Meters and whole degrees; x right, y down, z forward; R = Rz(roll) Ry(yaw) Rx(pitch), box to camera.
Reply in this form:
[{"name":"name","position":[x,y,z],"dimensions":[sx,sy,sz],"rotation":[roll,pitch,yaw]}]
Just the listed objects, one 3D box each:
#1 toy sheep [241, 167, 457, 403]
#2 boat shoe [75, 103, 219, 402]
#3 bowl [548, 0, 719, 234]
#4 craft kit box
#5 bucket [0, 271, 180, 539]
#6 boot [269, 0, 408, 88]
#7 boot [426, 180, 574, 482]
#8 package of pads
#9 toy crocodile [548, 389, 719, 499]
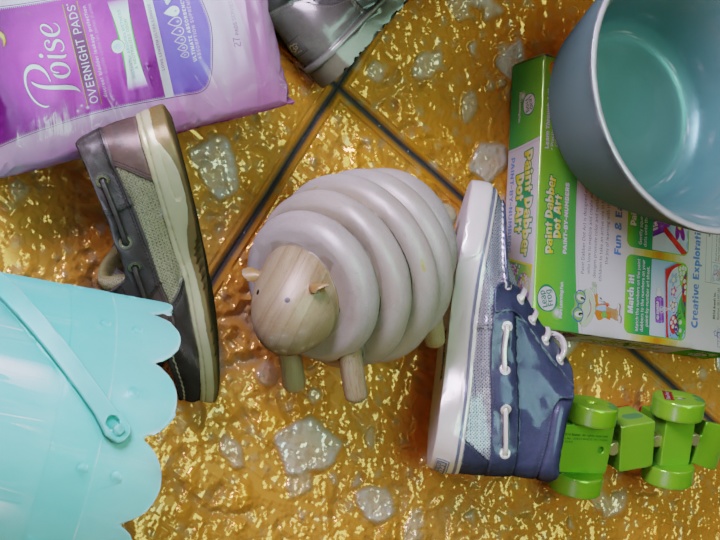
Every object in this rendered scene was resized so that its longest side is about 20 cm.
[{"name":"toy sheep","position":[0.000,0.000,1.029],"dimensions":[0.200,0.137,0.139],"rotation":[-34,103,-50]},{"name":"boat shoe","position":[-0.125,-0.004,0.965],"dimensions":[0.066,0.072,0.202],"rotation":[-10,125,-4]},{"name":"bowl","position":[0.210,-0.119,1.128],"dimensions":[0.200,0.105,0.202],"rotation":[3,83,-30]},{"name":"craft kit box","position":[0.198,-0.043,1.197],"dimensions":[0.197,0.048,0.201],"rotation":[10,80,-32]},{"name":"bucket","position":[-0.192,0.093,0.864],"dimensions":[0.134,0.207,0.208],"rotation":[17,76,-20]},{"name":"boot","position":[-0.045,-0.245,1.068],"dimensions":[0.200,0.072,0.182],"rotation":[44,63,-12]},{"name":"boot","position":[0.101,0.042,1.096],"dimensions":[0.090,0.073,0.201],"rotation":[8,82,-3]},{"name":"package of pads","position":[-0.146,-0.136,0.965],"dimensions":[0.199,0.076,0.121],"rotation":[-16,101,-21]},{"name":"toy crocodile","position":[0.185,0.121,1.164],"dimensions":[0.199,0.062,0.068],"rotation":[0,104,-25]}]
